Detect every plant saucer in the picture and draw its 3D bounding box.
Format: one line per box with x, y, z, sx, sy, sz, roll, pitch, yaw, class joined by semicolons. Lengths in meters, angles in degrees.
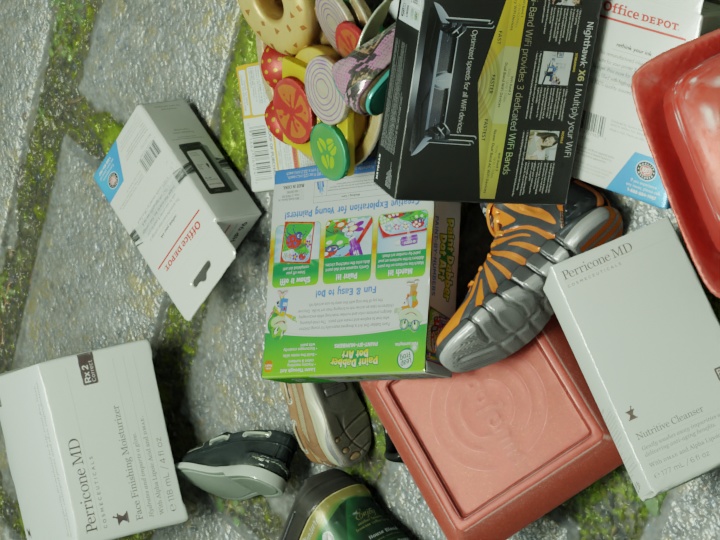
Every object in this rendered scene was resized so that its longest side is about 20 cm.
0.116;0.123;1.639;0.199;0.037;0.200;-35;71;14;plant saucer

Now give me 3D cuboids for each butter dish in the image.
0.310;-0.100;1.359;0.198;0.148;0.201;-21;82;13;butter dish

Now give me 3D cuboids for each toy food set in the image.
-0.042;-0.183;1.647;0.198;0.048;0.201;30;129;45;toy food set

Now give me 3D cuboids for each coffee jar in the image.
0.010;0.286;1.794;0.200;0.085;0.105;41;127;30;coffee jar

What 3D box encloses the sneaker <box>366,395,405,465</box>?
0.045;0.083;1.726;0.071;0.080;0.202;-6;93;45;sneaker

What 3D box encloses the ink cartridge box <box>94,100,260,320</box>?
-0.180;-0.062;1.915;0.201;0.068;0.116;56;130;22;ink cartridge box

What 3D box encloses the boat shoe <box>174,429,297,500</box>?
-0.127;0.198;1.929;0.199;0.075;0.061;-4;56;53;boat shoe

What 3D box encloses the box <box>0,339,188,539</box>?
-0.295;0.190;2.002;0.200;0.130;0.200;-17;86;64;box

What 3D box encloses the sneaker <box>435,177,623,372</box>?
0.125;-0.007;1.607;0.200;0.078;0.112;-42;54;-3;sneaker

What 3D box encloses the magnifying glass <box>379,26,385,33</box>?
-0.026;-0.176;1.689;0.200;0.022;0.080;-12;96;59;magnifying glass

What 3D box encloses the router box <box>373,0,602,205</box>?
0.103;-0.156;1.492;0.052;0.156;0.201;-136;52;-61;router box

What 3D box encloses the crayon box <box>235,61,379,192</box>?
-0.028;-0.147;1.776;0.199;0.051;0.127;-4;95;45;crayon box

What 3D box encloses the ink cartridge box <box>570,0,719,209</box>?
0.238;-0.164;1.506;0.116;0.068;0.202;23;113;39;ink cartridge box

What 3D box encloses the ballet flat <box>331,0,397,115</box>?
0.055;-0.212;1.529;0.200;0.069;0.071;-41;66;0;ballet flat

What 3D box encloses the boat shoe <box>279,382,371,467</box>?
-0.052;0.099;1.830;0.072;0.075;0.202;-17;84;46;boat shoe

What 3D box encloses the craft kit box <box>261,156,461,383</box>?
0.000;0.000;1.673;0.199;0.048;0.199;-4;75;41;craft kit box

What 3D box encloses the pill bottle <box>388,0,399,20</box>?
0.080;-0.268;1.607;0.112;0.112;0.202;21;114;39;pill bottle

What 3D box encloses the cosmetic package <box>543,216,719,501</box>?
0.238;0.072;1.506;0.081;0.112;0.201;83;163;-79;cosmetic package
